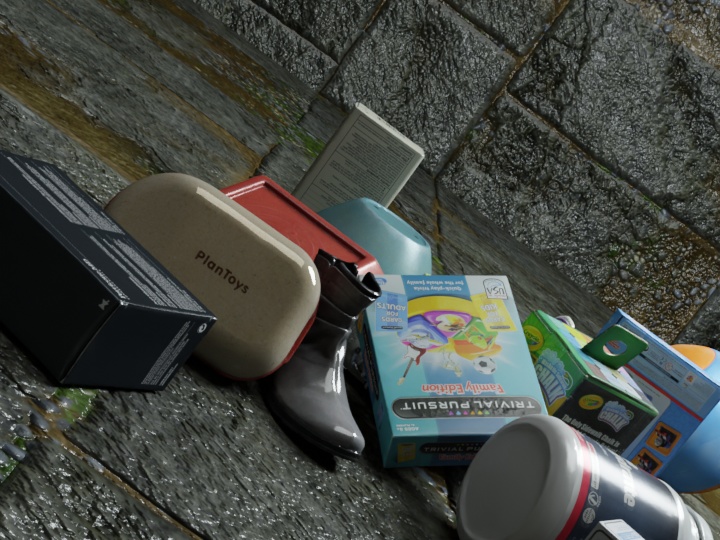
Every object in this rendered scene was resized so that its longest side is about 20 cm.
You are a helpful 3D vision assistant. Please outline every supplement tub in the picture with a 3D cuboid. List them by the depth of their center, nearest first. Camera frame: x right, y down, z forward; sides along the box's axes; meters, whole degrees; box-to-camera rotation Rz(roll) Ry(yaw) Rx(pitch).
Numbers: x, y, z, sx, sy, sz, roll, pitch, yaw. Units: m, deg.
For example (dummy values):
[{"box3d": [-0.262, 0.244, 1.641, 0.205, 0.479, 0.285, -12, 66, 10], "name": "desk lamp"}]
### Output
[{"box3d": [0.195, 0.224, 1.384, 0.200, 0.140, 0.140, 31, 11, -28], "name": "supplement tub"}]

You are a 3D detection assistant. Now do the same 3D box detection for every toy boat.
[{"box3d": [-0.139, 0.008, 1.368, 0.200, 0.131, 0.131, 36, -20, -8], "name": "toy boat"}]

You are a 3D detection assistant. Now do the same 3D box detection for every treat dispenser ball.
[{"box3d": [0.439, 0.200, 2.142, 0.201, 0.201, 0.201, 35, 10, -7], "name": "treat dispenser ball"}]

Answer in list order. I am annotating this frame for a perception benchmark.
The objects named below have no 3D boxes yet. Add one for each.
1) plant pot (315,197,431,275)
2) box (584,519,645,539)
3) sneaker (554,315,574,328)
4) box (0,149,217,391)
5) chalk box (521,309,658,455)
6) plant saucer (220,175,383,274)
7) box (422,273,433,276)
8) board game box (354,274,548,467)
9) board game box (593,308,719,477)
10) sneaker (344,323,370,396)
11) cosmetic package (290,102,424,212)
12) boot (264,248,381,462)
[{"box3d": [0.000, 0.000, 1.751, 0.200, 0.135, 0.200, 35, 10, -7], "name": "plant pot"}, {"box3d": [0.235, 0.302, 1.241, 0.200, 0.117, 0.060, 42, 11, 24], "name": "box"}, {"box3d": [0.158, 0.104, 1.781, 0.083, 0.200, 0.081, 12, 63, -42], "name": "sneaker"}, {"box3d": [-0.224, -0.004, 1.176, 0.200, 0.079, 0.141, 41, 8, 22], "name": "box"}, {"box3d": [0.212, 0.132, 1.659, 0.125, 0.200, 0.124, 29, 17, -37], "name": "chalk box"}, {"box3d": [-0.089, -0.022, 1.578, 0.200, 0.037, 0.200, 38, 32, 18], "name": "plant saucer"}, {"box3d": [0.119, 0.104, 1.581, 0.122, 0.048, 0.200, 24, 34, -36], "name": "box"}, {"box3d": [0.082, 0.089, 1.484, 0.151, 0.047, 0.200, 0, 45, -13], "name": "board game box"}, {"box3d": [0.288, 0.166, 1.786, 0.151, 0.200, 0.037, 36, 9, -7], "name": "board game box"}, {"box3d": [0.039, 0.106, 1.585, 0.200, 0.077, 0.085, 38, 14, 9], "name": "sneaker"}, {"box3d": [-0.022, -0.088, 1.885, 0.105, 0.200, 0.071, 37, 9, -5], "name": "cosmetic package"}, {"box3d": [-0.026, 0.065, 1.375, 0.070, 0.132, 0.200, 29, 12, -39], "name": "boot"}]
